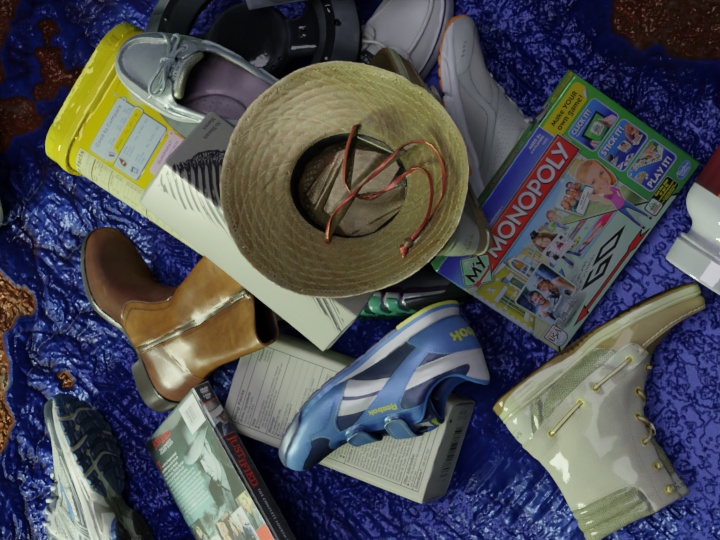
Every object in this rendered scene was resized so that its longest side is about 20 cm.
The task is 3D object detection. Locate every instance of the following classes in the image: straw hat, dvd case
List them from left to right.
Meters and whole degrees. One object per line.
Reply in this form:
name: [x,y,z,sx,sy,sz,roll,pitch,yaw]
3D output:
dvd case: [-0.118,0.213,1.419,0.200,0.022,0.146,58,146,11]
straw hat: [-0.004,-0.063,1.266,0.201,0.085,0.202,-3,81,16]

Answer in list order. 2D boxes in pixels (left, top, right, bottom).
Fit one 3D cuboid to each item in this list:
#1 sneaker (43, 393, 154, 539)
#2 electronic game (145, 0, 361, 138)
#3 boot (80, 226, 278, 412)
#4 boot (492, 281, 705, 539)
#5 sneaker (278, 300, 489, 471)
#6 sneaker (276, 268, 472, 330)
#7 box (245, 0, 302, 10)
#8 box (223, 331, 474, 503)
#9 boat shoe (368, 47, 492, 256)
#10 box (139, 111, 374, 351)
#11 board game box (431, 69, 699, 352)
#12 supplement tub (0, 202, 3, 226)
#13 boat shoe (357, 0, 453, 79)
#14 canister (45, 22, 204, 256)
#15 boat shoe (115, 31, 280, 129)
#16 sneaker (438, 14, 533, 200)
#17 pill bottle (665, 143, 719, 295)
sneaker: [-0.265,0.214,1.488,0.085,0.077,0.200,-25,80,20]
electronic game: [-0.096,-0.197,1.401,0.200,0.042,0.200,-3,76,13]
boot: [-0.165,0.014,1.408,0.200,0.068,0.189,-38,67,50]
boot: [0.231,0.117,1.324,0.200,0.072,0.155,-36,81,9]
sneaker: [0.019,0.111,1.313,0.200,0.074,0.082,-39,77,12]
sneaker: [0.000,0.000,1.407,0.200,0.074,0.088,-7,81,19]
box: [-0.025,-0.340,1.368,0.176,0.097,0.200,-8,63,5]
box: [-0.012,0.125,1.401,0.200,0.078,0.095,20,94,18]
boat shoe: [0.053,-0.098,1.330,0.073,0.063,0.201,-52,47,40]
box: [-0.076,-0.032,1.311,0.200,0.082,0.068,38,140,-4]
board game box: [0.171,-0.048,1.340,0.134,0.029,0.200,32,100,-14]
supplement tub: [-0.421,-0.123,1.528,0.122,0.123,0.200,-16,83,18]
boat shoe: [0.009,-0.180,1.412,0.072,0.066,0.200,41,100,16]
canister: [-0.169,-0.113,1.461,0.200,0.087,0.149,33,97,16]
boat shoe: [-0.122,-0.155,1.339,0.202,0.065,0.075,27,84,18]
sneaker: [0.120,-0.124,1.373,0.092,0.076,0.200,-10,97,7]
pill bottle: [0.334,-0.071,1.272,0.113,0.113,0.200,34,99,17]
